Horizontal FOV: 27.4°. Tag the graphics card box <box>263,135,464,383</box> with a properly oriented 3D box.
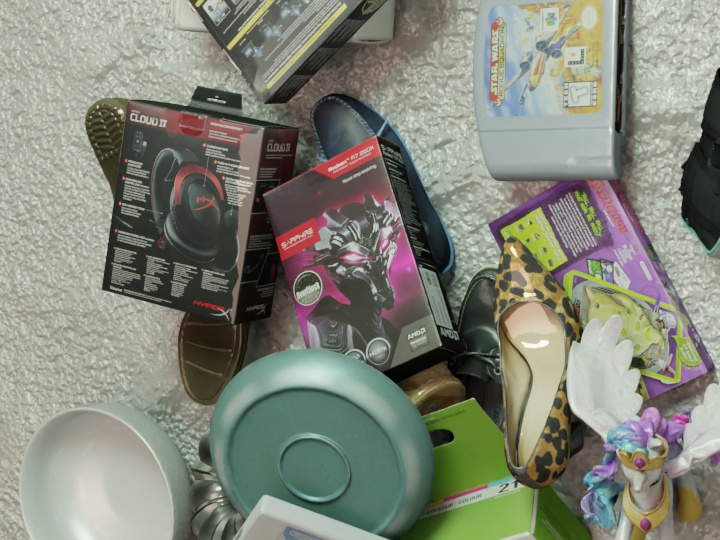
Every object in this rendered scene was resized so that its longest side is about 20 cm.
[{"bbox_3d":[0.000,0.000,1.263,0.125,0.051,0.201,-25,70,23],"label":"graphics card box"}]

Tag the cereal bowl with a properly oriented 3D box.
[{"bbox_3d":[-0.250,0.229,1.516,0.199,0.083,0.202,4,99,28],"label":"cereal bowl"}]

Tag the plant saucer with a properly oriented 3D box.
[{"bbox_3d":[-0.037,0.162,1.244,0.198,0.027,0.202,6,114,13],"label":"plant saucer"}]

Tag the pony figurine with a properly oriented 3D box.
[{"bbox_3d":[0.240,0.150,1.179,0.165,0.194,0.201,5,135,20],"label":"pony figurine"}]

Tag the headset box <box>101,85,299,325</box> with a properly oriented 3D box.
[{"bbox_3d":[-0.146,-0.066,1.353,0.148,0.075,0.202,12,99,23],"label":"headset box"}]

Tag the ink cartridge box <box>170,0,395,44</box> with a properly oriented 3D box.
[{"bbox_3d":[-0.069,-0.286,1.348,0.199,0.085,0.147,8,101,26],"label":"ink cartridge box"}]

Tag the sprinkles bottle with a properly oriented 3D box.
[{"bbox_3d":[0.014,0.057,1.322,0.068,0.068,0.200,-56,51,23],"label":"sprinkles bottle"}]

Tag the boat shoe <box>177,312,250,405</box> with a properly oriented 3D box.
[{"bbox_3d":[-0.127,0.030,1.432,0.071,0.068,0.202,13,100,22],"label":"boat shoe"}]

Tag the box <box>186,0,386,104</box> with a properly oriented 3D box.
[{"bbox_3d":[-0.057,-0.268,1.270,0.200,0.049,0.162,-43,76,25],"label":"box"}]

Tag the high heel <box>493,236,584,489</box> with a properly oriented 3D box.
[{"bbox_3d":[0.137,0.074,1.217,0.071,0.142,0.202,-14,91,24],"label":"high heel"}]

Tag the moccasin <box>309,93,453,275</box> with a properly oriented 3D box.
[{"bbox_3d":[0.016,-0.080,1.336,0.080,0.068,0.200,-45,73,26],"label":"moccasin"}]

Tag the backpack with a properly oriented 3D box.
[{"bbox_3d":[0.322,-0.080,1.095,0.152,0.200,0.177,22,105,8],"label":"backpack"}]

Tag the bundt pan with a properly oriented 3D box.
[{"bbox_3d":[-0.096,0.200,1.379,0.201,0.075,0.204,-25,59,49],"label":"bundt pan"}]

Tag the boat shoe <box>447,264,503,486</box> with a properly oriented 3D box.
[{"bbox_3d":[0.108,0.097,1.311,0.074,0.066,0.201,11,102,28],"label":"boat shoe"}]

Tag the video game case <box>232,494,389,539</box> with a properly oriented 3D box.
[{"bbox_3d":[-0.026,0.280,1.285,0.199,0.022,0.183,22,135,-11],"label":"video game case"}]

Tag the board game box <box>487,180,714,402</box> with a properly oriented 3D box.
[{"bbox_3d":[0.205,0.020,1.270,0.120,0.032,0.201,-30,83,33],"label":"board game box"}]

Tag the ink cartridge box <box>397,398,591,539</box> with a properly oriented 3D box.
[{"bbox_3d":[0.087,0.218,1.275,0.147,0.076,0.200,-22,125,29],"label":"ink cartridge box"}]

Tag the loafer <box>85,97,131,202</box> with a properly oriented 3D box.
[{"bbox_3d":[-0.207,-0.081,1.464,0.076,0.067,0.201,-4,110,32],"label":"loafer"}]

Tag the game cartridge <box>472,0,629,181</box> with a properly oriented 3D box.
[{"bbox_3d":[0.160,-0.176,1.249,0.132,0.041,0.202,1,89,26],"label":"game cartridge"}]
